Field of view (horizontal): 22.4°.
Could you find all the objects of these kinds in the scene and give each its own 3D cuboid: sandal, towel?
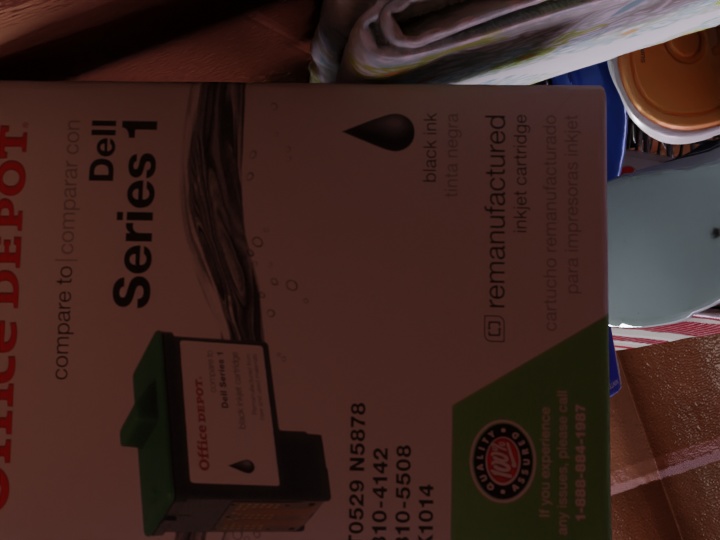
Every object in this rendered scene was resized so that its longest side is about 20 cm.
[{"bbox_3d":[0.196,-0.123,0.774,0.205,0.080,0.059,-24,176,-19],"label":"sandal"},{"bbox_3d":[0.132,0.027,1.110,0.143,0.023,0.200,6,170,-23],"label":"towel"},{"bbox_3d":[0.068,-0.097,0.604,0.170,0.049,0.200,-16,178,-4],"label":"towel"}]

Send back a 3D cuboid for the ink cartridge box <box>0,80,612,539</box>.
[{"bbox_3d":[-0.027,0.021,0.559,0.198,0.148,0.084,0,170,0],"label":"ink cartridge box"}]

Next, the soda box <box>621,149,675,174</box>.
[{"bbox_3d":[0.134,-0.024,1.087,0.063,0.069,0.200,10,173,-2],"label":"soda box"}]

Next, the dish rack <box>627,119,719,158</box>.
[{"bbox_3d":[0.196,-0.087,1.153,0.199,0.055,0.153,12,-161,40],"label":"dish rack"}]

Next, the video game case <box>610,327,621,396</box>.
[{"bbox_3d":[0.027,0.079,1.012,0.180,0.046,0.200,-9,-176,29],"label":"video game case"}]

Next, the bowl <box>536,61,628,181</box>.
[{"bbox_3d":[0.044,-0.021,0.818,0.200,0.039,0.202,-35,143,-32],"label":"bowl"}]

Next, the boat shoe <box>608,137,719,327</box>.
[{"bbox_3d":[0.184,-0.031,0.822,0.199,0.071,0.091,-25,175,35],"label":"boat shoe"}]
